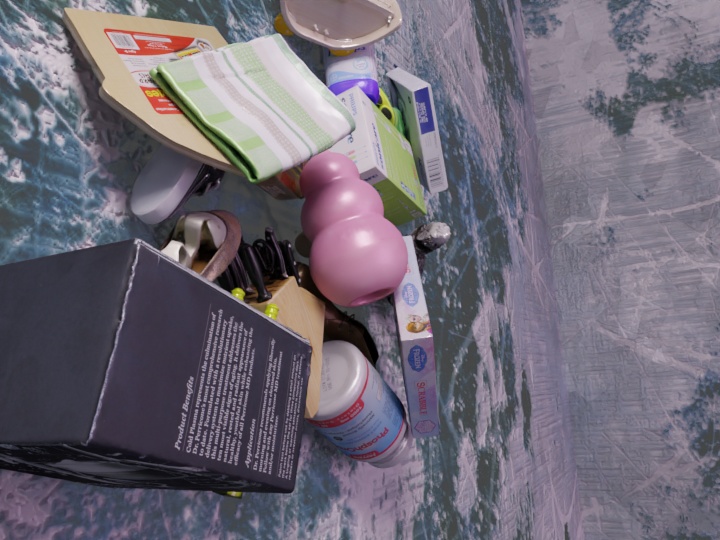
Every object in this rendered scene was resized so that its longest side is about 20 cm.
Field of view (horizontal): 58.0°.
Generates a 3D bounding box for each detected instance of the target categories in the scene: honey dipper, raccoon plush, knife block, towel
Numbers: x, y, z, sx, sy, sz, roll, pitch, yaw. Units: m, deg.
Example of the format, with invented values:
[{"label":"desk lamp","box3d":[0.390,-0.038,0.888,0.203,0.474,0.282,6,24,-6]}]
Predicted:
[{"label":"honey dipper","box3d":[-0.044,-0.072,0.964,0.200,0.038,0.038,-54,130,-61]},{"label":"raccoon plush","box3d":[0.094,0.012,1.044,0.134,0.200,0.097,42,60,-24]},{"label":"knife block","box3d":[-0.112,0.058,0.747,0.175,0.064,0.201,36,51,-55]},{"label":"towel","box3d":[-0.095,-0.173,0.659,0.149,0.031,0.200,45,36,1]}]

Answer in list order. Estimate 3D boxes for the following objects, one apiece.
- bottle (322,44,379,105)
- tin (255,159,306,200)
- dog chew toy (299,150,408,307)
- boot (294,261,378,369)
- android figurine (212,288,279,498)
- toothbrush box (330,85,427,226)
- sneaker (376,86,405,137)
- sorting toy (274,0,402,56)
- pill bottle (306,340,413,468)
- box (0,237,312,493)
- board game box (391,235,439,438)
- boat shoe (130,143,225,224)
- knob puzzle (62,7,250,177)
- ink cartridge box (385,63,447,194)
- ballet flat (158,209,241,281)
[{"label":"bottle","box3d":[-0.019,-0.354,1.037,0.065,0.083,0.201,63,21,-74]},{"label":"tin","box3d":[-0.106,-0.150,0.798,0.200,0.042,0.113,37,44,-78]},{"label":"dog chew toy","box3d":[-0.019,-0.059,0.817,0.124,0.124,0.201,7,60,-63]},{"label":"boot","box3d":[-0.034,0.066,0.887,0.201,0.075,0.074,64,29,-30]},{"label":"android figurine","box3d":[-0.132,0.119,0.657,0.182,0.041,0.201,30,64,-35]},{"label":"toothbrush box","box3d":[0.019,-0.170,1.030,0.200,0.086,0.146,32,42,-59]},{"label":"sneaker","box3d":[0.034,-0.257,1.139,0.200,0.074,0.084,57,26,-59]},{"label":"sorting toy","box3d":[-0.058,-0.432,0.961,0.199,0.107,0.181,10,59,-38]},{"label":"pill bottle","box3d":[-0.004,0.189,0.874,0.200,0.108,0.109,54,37,-42]},{"label":"box","box3d":[-0.172,0.083,0.463,0.197,0.199,0.125,43,46,-51]},{"label":"board game box","box3d":[0.072,0.091,0.905,0.201,0.041,0.200,-96,178,-49]},{"label":"boat shoe","box3d":[-0.172,-0.110,0.677,0.068,0.071,0.201,56,28,-38]},{"label":"knob puzzle","box3d":[-0.165,-0.165,0.633,0.219,0.030,0.220,26,39,-24]},{"label":"ink cartridge box","box3d":[0.095,-0.267,1.210,0.200,0.040,0.200,-120,-167,-59]},{"label":"ballet flat","box3d":[-0.169,-0.013,0.636,0.067,0.068,0.200,99,7,-45]}]
